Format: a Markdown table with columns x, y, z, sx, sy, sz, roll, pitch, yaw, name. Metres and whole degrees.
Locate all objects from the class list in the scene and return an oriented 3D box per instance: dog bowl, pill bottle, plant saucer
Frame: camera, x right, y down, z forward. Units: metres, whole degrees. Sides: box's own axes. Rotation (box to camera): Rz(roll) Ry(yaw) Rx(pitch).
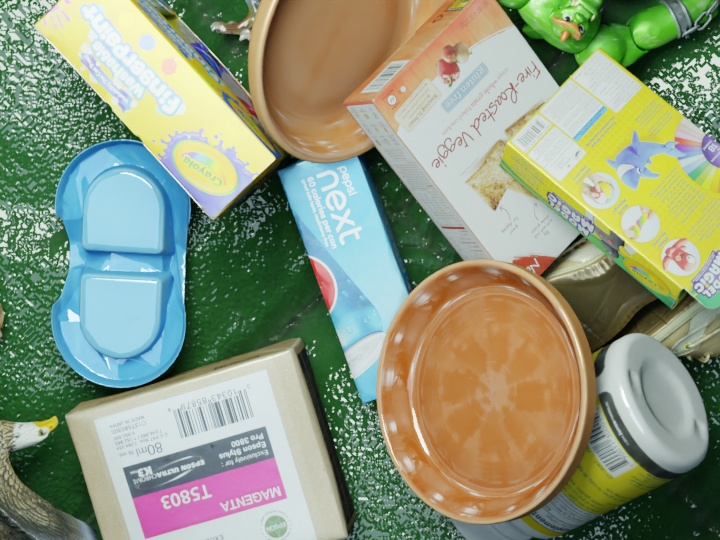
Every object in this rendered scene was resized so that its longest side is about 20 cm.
| x | y | z | sx | sy | sz | roll | pitch | yaw | name |
| --- | --- | --- | --- | --- | --- | --- | --- | --- | --- |
| -0.192 | -0.007 | 1.770 | 0.111 | 0.050 | 0.201 | 3 | 96 | 4 | dog bowl |
| 0.163 | 0.140 | 1.696 | 0.200 | 0.114 | 0.115 | -32 | 93 | 34 | pill bottle |
| -0.013 | -0.181 | 1.653 | 0.037 | 0.200 | 0.201 | 30 | 99 | 39 | plant saucer |
| 0.098 | 0.092 | 1.658 | 0.199 | 0.032 | 0.202 | -1 | 88 | 40 | plant saucer |

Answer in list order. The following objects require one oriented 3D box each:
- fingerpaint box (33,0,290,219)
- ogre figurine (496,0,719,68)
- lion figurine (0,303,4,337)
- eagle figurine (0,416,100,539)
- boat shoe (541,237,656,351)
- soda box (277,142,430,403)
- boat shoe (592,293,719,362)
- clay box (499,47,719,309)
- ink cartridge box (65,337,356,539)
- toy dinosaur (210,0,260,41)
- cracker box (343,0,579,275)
| x | y | z | sx | sy | sz | roll | pitch | yaw | name |
| --- | --- | --- | --- | --- | --- | --- | --- | --- | --- |
| -0.146 | -0.142 | 1.693 | 0.073 | 0.167 | 0.200 | -43 | 91 | 7 | fingerpaint box |
| 0.178 | -0.227 | 1.696 | 0.200 | 0.098 | 0.120 | 34 | 93 | -37 | ogre figurine |
| -0.378 | -0.015 | 1.771 | 0.122 | 0.072 | 0.201 | -24 | 87 | -27 | lion figurine |
| -0.301 | 0.164 | 1.743 | 0.150 | 0.152 | 0.201 | -16 | 96 | 1 | eagle figurine |
| 0.190 | 0.009 | 1.723 | 0.199 | 0.066 | 0.074 | -30 | 106 | 16 | boat shoe |
| 0.000 | 0.000 | 1.748 | 0.067 | 0.064 | 0.201 | -20 | 94 | 6 | soda box |
| 0.268 | 0.038 | 1.727 | 0.200 | 0.074 | 0.066 | -37 | 113 | 14 | boat shoe |
| 0.217 | -0.062 | 1.634 | 0.200 | 0.048 | 0.115 | 41 | 70 | 10 | clay box |
| -0.121 | 0.162 | 1.770 | 0.199 | 0.075 | 0.166 | -17 | 93 | 5 | ink cartridge box |
| -0.084 | -0.276 | 1.714 | 0.199 | 0.105 | 0.183 | 2 | 104 | -22 | toy dinosaur |
| 0.100 | -0.099 | 1.683 | 0.134 | 0.058 | 0.200 | -46 | 111 | -18 | cracker box |
